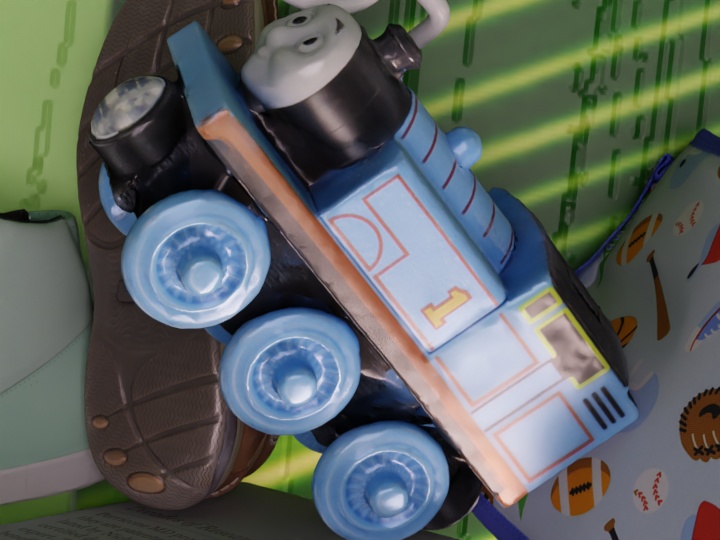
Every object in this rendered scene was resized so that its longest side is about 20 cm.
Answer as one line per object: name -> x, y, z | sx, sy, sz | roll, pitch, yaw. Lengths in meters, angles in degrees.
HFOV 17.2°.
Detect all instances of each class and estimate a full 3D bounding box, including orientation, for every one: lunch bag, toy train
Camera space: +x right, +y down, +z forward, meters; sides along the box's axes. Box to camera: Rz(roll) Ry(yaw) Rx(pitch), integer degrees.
lunch bag -> 0.133, 0.056, 0.829 | 0.170, 0.200, 0.124 | -52, 132, 2
toy train -> 0.000, 0.000, 0.769 | 0.114, 0.087, 0.200 | -35, 119, 5

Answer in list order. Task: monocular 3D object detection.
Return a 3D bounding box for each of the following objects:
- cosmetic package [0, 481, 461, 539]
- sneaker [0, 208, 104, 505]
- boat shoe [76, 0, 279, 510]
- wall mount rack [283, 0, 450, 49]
cosmetic package -> -0.064, 0.177, 0.789 | 0.200, 0.166, 0.168 | -7, 100, -42
sneaker -> -0.179, 0.031, 0.818 | 0.200, 0.074, 0.118 | -13, 103, -38
boat shoe -> -0.055, -0.016, 0.855 | 0.076, 0.072, 0.200 | 7, 91, 30
wall mount rack -> -0.020, -0.168, 0.809 | 0.174, 0.075, 0.200 | 40, 55, -12
